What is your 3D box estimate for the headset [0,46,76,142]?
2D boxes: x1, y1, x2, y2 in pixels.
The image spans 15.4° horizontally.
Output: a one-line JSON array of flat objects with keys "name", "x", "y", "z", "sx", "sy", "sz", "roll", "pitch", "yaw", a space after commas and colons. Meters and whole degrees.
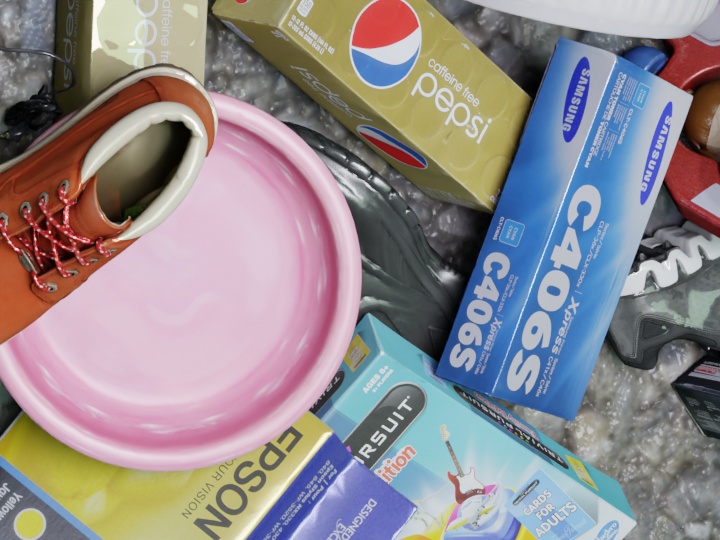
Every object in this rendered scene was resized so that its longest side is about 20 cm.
[{"name": "headset", "x": -0.215, "y": -0.163, "z": 1.385, "sx": 0.123, "sy": 0.094, "sz": 0.200, "roll": -33, "pitch": 95, "yaw": -18}]

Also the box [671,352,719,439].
[{"name": "box", "x": 0.297, "y": 0.046, "z": 1.572, "sx": 0.159, "sy": 0.200, "sz": 0.046, "roll": -40, "pitch": 107, "yaw": -15}]

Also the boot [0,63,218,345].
[{"name": "boot", "x": -0.152, "y": -0.022, "z": 1.293, "sx": 0.200, "sy": 0.107, "sz": 0.075, "roll": -42, "pitch": 105, "yaw": 3}]

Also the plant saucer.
[{"name": "plant saucer", "x": -0.101, "y": 0.002, "z": 1.384, "sx": 0.200, "sy": 0.051, "sz": 0.201, "roll": -2, "pitch": 101, "yaw": -9}]

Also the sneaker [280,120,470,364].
[{"name": "sneaker", "x": 0.000, "y": 0.000, "z": 1.500, "sx": 0.091, "sy": 0.076, "sz": 0.200, "roll": -44, "pitch": 111, "yaw": -4}]

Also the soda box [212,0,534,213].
[{"name": "soda box", "x": 0.015, "y": -0.112, "z": 1.458, "sx": 0.200, "sy": 0.064, "sz": 0.068, "roll": 38, "pitch": 76, "yaw": -39}]

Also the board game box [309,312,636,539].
[{"name": "board game box", "x": 0.034, "y": 0.139, "z": 1.519, "sx": 0.200, "sy": 0.047, "sz": 0.151, "roll": 34, "pitch": 107, "yaw": -25}]

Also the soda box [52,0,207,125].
[{"name": "soda box", "x": -0.122, "y": -0.149, "z": 1.421, "sx": 0.068, "sy": 0.064, "sz": 0.201, "roll": 0, "pitch": 98, "yaw": -25}]

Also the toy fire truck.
[{"name": "toy fire truck", "x": 0.243, "y": -0.111, "z": 1.554, "sx": 0.200, "sy": 0.168, "sz": 0.112, "roll": -50, "pitch": 149, "yaw": -11}]

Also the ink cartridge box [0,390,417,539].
[{"name": "ink cartridge box", "x": -0.107, "y": 0.139, "z": 1.426, "sx": 0.200, "sy": 0.047, "sz": 0.198, "roll": 36, "pitch": 79, "yaw": 16}]

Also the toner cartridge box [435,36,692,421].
[{"name": "toner cartridge box", "x": 0.116, "y": -0.021, "z": 1.491, "sx": 0.095, "sy": 0.043, "sz": 0.201, "roll": 18, "pitch": 92, "yaw": -55}]

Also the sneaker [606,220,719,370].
[{"name": "sneaker", "x": 0.227, "y": 0.005, "z": 1.611, "sx": 0.199, "sy": 0.066, "sz": 0.091, "roll": -19, "pitch": 109, "yaw": -18}]

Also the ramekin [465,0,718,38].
[{"name": "ramekin", "x": 0.117, "y": -0.197, "z": 1.457, "sx": 0.199, "sy": 0.200, "sz": 0.105, "roll": 5, "pitch": 107, "yaw": -26}]
